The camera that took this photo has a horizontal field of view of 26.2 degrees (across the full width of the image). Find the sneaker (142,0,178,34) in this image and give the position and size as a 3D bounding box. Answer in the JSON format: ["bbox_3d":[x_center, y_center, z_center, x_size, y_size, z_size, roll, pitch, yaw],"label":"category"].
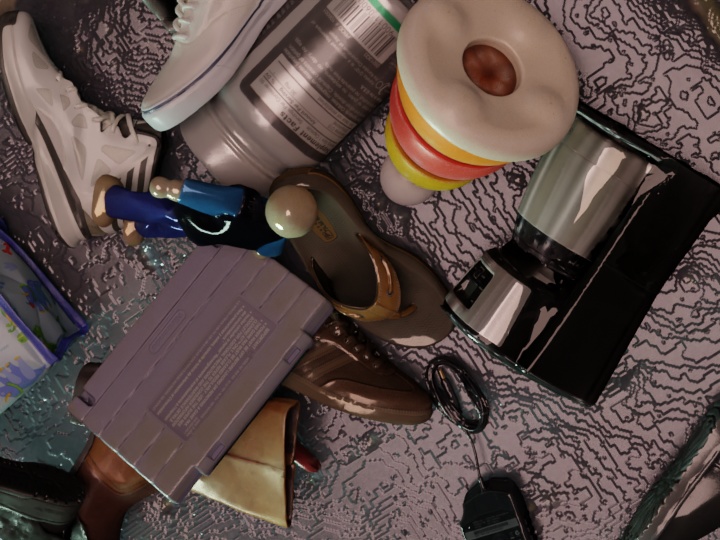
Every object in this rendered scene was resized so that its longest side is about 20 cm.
[{"bbox_3d":[-0.151,-0.282,1.231,0.074,0.115,0.202,-11,95,12],"label":"sneaker"}]

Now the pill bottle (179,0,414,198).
[{"bbox_3d":[-0.043,-0.152,1.228,0.200,0.113,0.113,-43,88,12],"label":"pill bottle"}]

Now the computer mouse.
[{"bbox_3d":[0.102,0.166,1.283,0.058,0.034,0.202,-19,88,28],"label":"computer mouse"}]

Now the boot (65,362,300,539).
[{"bbox_3d":[-0.146,0.180,1.293,0.198,0.068,0.190,11,97,17],"label":"boot"}]

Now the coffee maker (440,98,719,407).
[{"bbox_3d":[0.189,-0.001,1.193,0.191,0.135,0.201,32,101,5],"label":"coffee maker"}]

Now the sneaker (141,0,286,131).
[{"bbox_3d":[-0.114,-0.201,1.194,0.071,0.073,0.201,40,80,-28],"label":"sneaker"}]

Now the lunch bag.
[{"bbox_3d":[-0.359,0.037,1.300,0.170,0.128,0.200,-40,98,12],"label":"lunch bag"}]

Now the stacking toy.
[{"bbox_3d":[0.065,-0.113,1.195,0.145,0.200,0.147,9,63,-19],"label":"stacking toy"}]

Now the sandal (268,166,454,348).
[{"bbox_3d":[0.000,0.000,1.235,0.081,0.055,0.200,-28,121,20],"label":"sandal"}]

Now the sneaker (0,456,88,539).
[{"bbox_3d":[-0.302,0.199,1.262,0.198,0.060,0.105,22,119,-12],"label":"sneaker"}]

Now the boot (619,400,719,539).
[{"bbox_3d":[0.326,0.225,1.233,0.199,0.066,0.165,35,103,0],"label":"boot"}]

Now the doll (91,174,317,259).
[{"bbox_3d":[-0.118,-0.044,1.194,0.199,0.136,0.049,4,70,35],"label":"doll"}]

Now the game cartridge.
[{"bbox_3d":[-0.127,0.072,1.242,0.129,0.038,0.200,37,83,20],"label":"game cartridge"}]

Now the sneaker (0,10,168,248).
[{"bbox_3d":[-0.224,-0.130,1.293,0.114,0.076,0.202,-17,101,3],"label":"sneaker"}]

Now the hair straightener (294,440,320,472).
[{"bbox_3d":[-0.131,0.130,1.311,0.200,0.041,0.077,39,101,4],"label":"hair straightener"}]

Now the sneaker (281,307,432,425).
[{"bbox_3d":[-0.028,0.064,1.271,0.198,0.070,0.076,20,100,7],"label":"sneaker"}]
